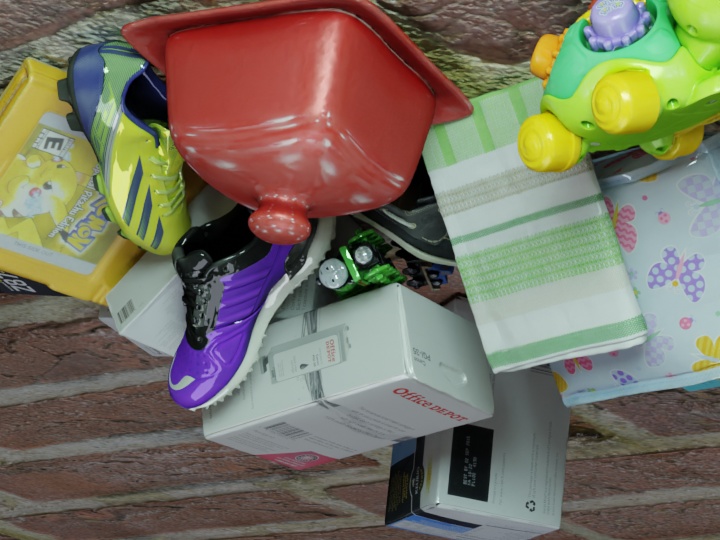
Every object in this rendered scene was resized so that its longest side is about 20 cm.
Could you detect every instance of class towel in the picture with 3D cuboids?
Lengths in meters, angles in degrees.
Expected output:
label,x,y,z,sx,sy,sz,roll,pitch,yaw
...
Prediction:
label,x,y,z,sx,sy,sz,roll,pitch,yaw
towel,0.124,-0.033,1.447,0.149,0.202,0.031,-15,-177,45

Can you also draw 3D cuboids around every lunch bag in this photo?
label,x,y,z,sx,sy,sz,roll,pitch,yaw
lunch bag,0.218,-0.004,1.469,0.127,0.171,0.199,-29,-172,-38

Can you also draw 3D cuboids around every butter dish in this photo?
label,x,y,z,sx,sy,sz,roll,pitch,yaw
butter dish,-0.047,-0.090,1.388,0.198,0.149,0.200,-5,157,28

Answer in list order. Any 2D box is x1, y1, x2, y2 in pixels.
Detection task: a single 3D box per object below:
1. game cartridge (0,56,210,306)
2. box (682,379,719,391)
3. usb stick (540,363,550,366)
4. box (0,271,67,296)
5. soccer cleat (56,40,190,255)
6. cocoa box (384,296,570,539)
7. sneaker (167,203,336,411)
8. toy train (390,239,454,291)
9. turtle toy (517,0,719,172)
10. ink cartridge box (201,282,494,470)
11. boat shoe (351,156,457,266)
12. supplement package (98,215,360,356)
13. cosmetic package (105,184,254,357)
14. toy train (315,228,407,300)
label,x,y,z,sx,sy,sz,roll,pitch,yaw
game cartridge,-0.215,-0.059,1.561,0.199,0.033,0.177,21,120,-33
box,0.354,0.063,1.807,0.082,0.050,0.199,24,154,-39
usb stick,0.121,0.019,1.617,0.055,0.033,0.200,37,-167,-20
box,-0.321,-0.032,1.783,0.160,0.049,0.200,4,160,17
soccer cleat,-0.156,-0.084,1.486,0.083,0.065,0.201,-3,135,18
cocoa box,0.112,0.147,1.897,0.132,0.202,0.131,13,160,-18
sneaker,-0.111,0.013,1.537,0.099,0.070,0.201,20,112,-37
toy train,0.049,-0.030,1.688,0.045,0.034,0.200,-7,157,7
turtle toy,0.187,-0.134,1.253,0.145,0.102,0.200,-8,168,-35
ink cartridge box,-0.011,0.091,1.638,0.199,0.083,0.146,-18,155,27
boat shoe,0.055,-0.054,1.559,0.199,0.072,0.067,24,158,-33
supplement package,-0.107,0.007,1.718,0.198,0.115,0.110,-2,160,21
cosmetic package,-0.107,-0.019,1.592,0.200,0.051,0.082,-45,134,18
toy train,0.000,0.000,1.588,0.056,0.042,0.200,-26,174,4
